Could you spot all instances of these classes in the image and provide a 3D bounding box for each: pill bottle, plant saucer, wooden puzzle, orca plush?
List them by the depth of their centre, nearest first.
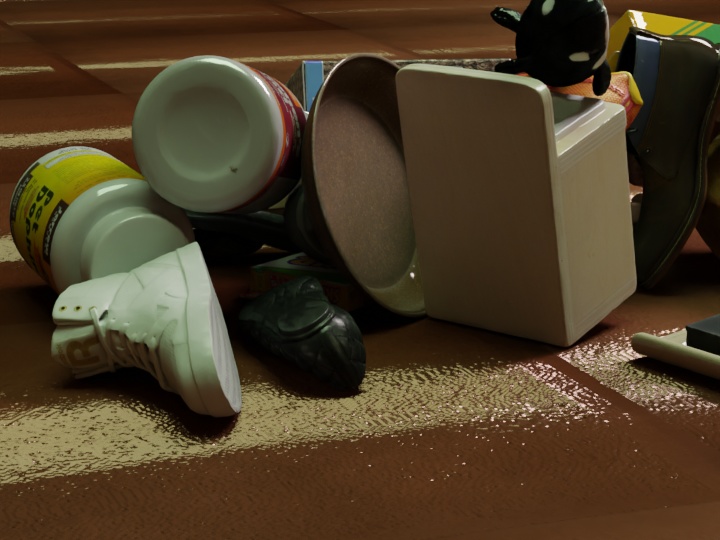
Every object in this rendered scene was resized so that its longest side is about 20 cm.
[{"bbox_3d":[0.316,0.049,1.367,0.199,0.038,0.184,-10,17,-36],"label":"wooden puzzle"},{"bbox_3d":[0.122,-0.170,1.448,0.071,0.106,0.200,-24,19,-6],"label":"orca plush"},{"bbox_3d":[-0.095,-0.097,1.471,0.108,0.111,0.200,3,2,7],"label":"pill bottle"},{"bbox_3d":[-0.189,-0.023,1.478,0.108,0.111,0.200,-5,15,-22],"label":"pill bottle"},{"bbox_3d":[0.012,-0.061,1.495,0.036,0.202,0.200,-15,4,33],"label":"plant saucer"}]

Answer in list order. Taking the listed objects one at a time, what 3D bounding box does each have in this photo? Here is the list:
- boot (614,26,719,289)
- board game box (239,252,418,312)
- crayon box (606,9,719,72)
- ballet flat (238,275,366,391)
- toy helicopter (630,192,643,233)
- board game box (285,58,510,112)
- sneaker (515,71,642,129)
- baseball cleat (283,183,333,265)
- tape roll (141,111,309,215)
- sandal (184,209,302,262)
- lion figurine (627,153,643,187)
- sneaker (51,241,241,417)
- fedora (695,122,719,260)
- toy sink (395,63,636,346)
[{"bbox_3d":[0.224,-0.092,1.558,0.096,0.202,0.075,18,3,-15],"label":"boot"},{"bbox_3d":[0.000,0.000,1.572,0.095,0.030,0.199,10,19,35],"label":"board game box"},{"bbox_3d":[0.243,-0.154,1.660,0.198,0.051,0.127,3,-33,-36],"label":"crayon box"},{"bbox_3d":[-0.043,0.043,1.381,0.066,0.057,0.200,-30,14,-6],"label":"ballet flat"},{"bbox_3d":[0.199,-0.049,1.683,0.131,0.080,0.200,-5,1,4],"label":"toy helicopter"},{"bbox_3d":[0.032,-0.138,1.882,0.198,0.098,0.159,-2,-4,-10],"label":"board game box"},{"bbox_3d":[0.145,-0.125,1.556,0.077,0.073,0.199,-40,29,-24],"label":"sneaker"},{"bbox_3d":[-0.029,-0.040,1.568,0.105,0.071,0.199,0,2,28],"label":"baseball cleat"},{"bbox_3d":[-0.087,-0.085,1.683,0.200,0.037,0.203,1,-18,0],"label":"tape roll"},{"bbox_3d":[-0.111,-0.028,1.651,0.198,0.048,0.075,14,13,-2],"label":"sandal"},{"bbox_3d":[0.187,-0.091,1.791,0.199,0.073,0.122,-17,-33,37],"label":"lion figurine"},{"bbox_3d":[-0.143,0.053,1.295,0.114,0.074,0.200,-17,23,-3],"label":"sneaker"},{"bbox_3d":[0.315,-0.055,1.609,0.082,0.201,0.201,-36,21,-5],"label":"fedora"},{"bbox_3d":[0.117,-0.066,1.443,0.129,0.202,0.112,11,31,37],"label":"toy sink"}]
